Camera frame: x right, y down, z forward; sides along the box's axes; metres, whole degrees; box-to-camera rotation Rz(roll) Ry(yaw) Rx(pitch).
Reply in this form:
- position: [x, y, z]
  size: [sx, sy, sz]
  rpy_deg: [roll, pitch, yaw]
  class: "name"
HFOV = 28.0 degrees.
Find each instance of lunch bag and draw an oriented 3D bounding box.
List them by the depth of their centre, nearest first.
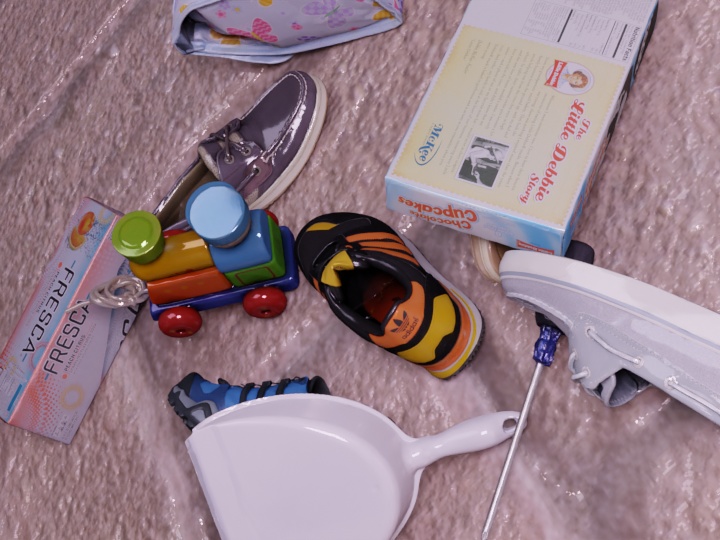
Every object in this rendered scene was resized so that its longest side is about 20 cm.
- position: [-0.064, -0.271, 1.187]
  size: [0.200, 0.127, 0.170]
  rpy_deg: [-10, 64, 30]
  class: "lunch bag"

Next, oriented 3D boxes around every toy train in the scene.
- position: [-0.157, -0.006, 1.095]
  size: [0.200, 0.116, 0.085]
  rpy_deg: [-13, 64, 11]
  class: "toy train"

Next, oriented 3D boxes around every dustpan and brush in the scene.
- position: [0.008, 0.128, 0.909]
  size: [0.200, 0.140, 0.057]
  rpy_deg: [-17, 11, 12]
  class: "dustpan and brush"

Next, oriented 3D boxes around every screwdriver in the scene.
- position: [0.110, 0.074, 0.897]
  size: [0.029, 0.028, 0.200]
  rpy_deg: [-4, 64, 53]
  class: "screwdriver"

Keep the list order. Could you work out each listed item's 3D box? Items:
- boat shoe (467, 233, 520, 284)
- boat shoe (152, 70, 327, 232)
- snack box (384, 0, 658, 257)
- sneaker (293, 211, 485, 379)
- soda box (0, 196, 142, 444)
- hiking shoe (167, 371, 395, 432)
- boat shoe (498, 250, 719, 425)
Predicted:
- position: [0.092, -0.074, 0.970]
  size: [0.065, 0.072, 0.200]
  rpy_deg: [-28, 50, 45]
  class: "boat shoe"
- position: [-0.104, -0.082, 1.166]
  size: [0.200, 0.065, 0.072]
  rpy_deg: [-50, 43, 13]
  class: "boat shoe"
- position: [0.106, -0.109, 0.917]
  size: [0.116, 0.037, 0.200]
  rpy_deg: [18, 61, 15]
  class: "snack box"
- position: [0.000, 0.000, 1.001]
  size: [0.070, 0.090, 0.200]
  rpy_deg: [-57, 42, 5]
  class: "sneaker"
- position: [-0.243, 0.043, 1.234]
  size: [0.064, 0.068, 0.200]
  rpy_deg: [27, 90, 48]
  class: "soda box"
- position: [-0.058, 0.111, 1.029]
  size: [0.087, 0.074, 0.200]
  rpy_deg: [-48, 42, -15]
  class: "hiking shoe"
- position: [0.154, 0.045, 0.830]
  size: [0.201, 0.070, 0.072]
  rpy_deg: [23, 88, 37]
  class: "boat shoe"
